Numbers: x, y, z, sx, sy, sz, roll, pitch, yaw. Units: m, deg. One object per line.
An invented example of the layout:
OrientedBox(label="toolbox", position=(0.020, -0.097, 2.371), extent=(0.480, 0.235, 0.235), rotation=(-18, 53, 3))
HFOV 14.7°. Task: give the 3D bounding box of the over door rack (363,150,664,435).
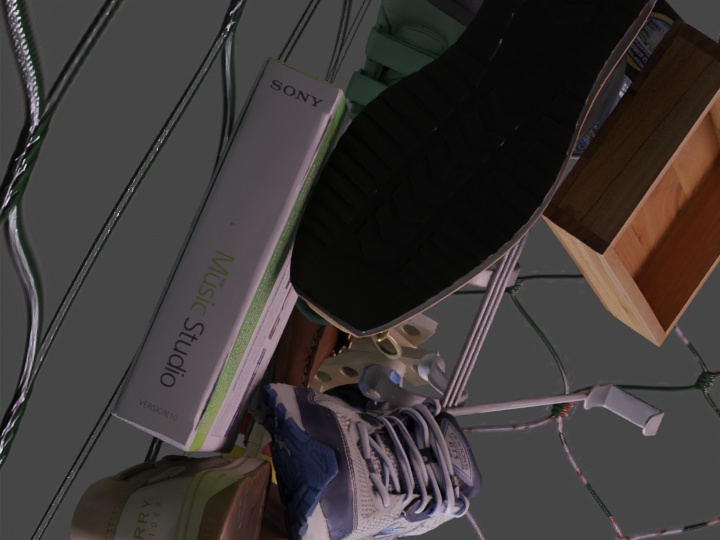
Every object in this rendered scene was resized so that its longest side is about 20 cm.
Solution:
OrientedBox(label="over door rack", position=(0.094, 0.000, 1.335), extent=(0.199, 0.067, 0.148), rotation=(7, 111, -49))

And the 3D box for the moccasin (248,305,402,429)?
OrientedBox(label="moccasin", position=(-0.001, 0.001, 1.403), extent=(0.202, 0.077, 0.074), rotation=(-64, -177, -40))

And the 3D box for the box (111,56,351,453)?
OrientedBox(label="box", position=(-0.045, 0.000, 1.101), extent=(0.200, 0.036, 0.145), rotation=(82, 31, -86))

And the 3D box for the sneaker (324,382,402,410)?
OrientedBox(label="sneaker", position=(-0.020, 0.123, 1.965), extent=(0.112, 0.073, 0.201), rotation=(107, 9, -75))

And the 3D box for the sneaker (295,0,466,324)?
OrientedBox(label="sneaker", position=(0.015, -0.066, 1.282), extent=(0.118, 0.073, 0.201), rotation=(-31, 135, -47))

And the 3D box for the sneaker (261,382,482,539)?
OrientedBox(label="sneaker", position=(0.008, 0.082, 1.220), extent=(0.200, 0.085, 0.078), rotation=(46, 32, -82))

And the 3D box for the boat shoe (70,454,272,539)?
OrientedBox(label="boat shoe", position=(-0.075, 0.104, 1.102), extent=(0.200, 0.065, 0.073), rotation=(63, 37, -84))

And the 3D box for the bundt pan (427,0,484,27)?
OrientedBox(label="bundt pan", position=(0.073, -0.194, 1.177), extent=(0.202, 0.075, 0.203), rotation=(24, 90, -82))

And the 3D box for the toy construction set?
OrientedBox(label="toy construction set", position=(-0.038, 0.098, 1.487), extent=(0.200, 0.092, 0.131), rotation=(-52, 170, -29))

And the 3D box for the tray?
OrientedBox(label="tray", position=(0.134, -0.034, 1.220), extent=(0.099, 0.037, 0.200), rotation=(-55, 162, -3))

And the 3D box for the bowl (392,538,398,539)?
OrientedBox(label="bowl", position=(-0.003, 0.234, 1.503), extent=(0.201, 0.090, 0.202), rotation=(26, 90, -88))

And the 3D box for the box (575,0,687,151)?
OrientedBox(label="box", position=(0.107, -0.136, 1.484), extent=(0.044, 0.160, 0.200), rotation=(-39, 172, -7))

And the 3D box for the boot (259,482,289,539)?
OrientedBox(label="boot", position=(-0.094, 0.170, 1.298), extent=(0.156, 0.077, 0.200), rotation=(-56, 175, 3))

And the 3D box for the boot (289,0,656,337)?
OrientedBox(label="boot", position=(0.053, -0.044, 1.096), extent=(0.200, 0.077, 0.138), rotation=(-48, 168, -11))
